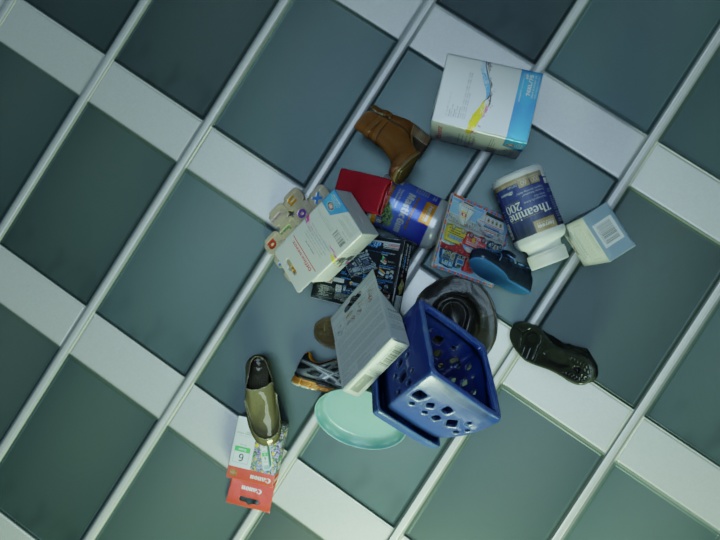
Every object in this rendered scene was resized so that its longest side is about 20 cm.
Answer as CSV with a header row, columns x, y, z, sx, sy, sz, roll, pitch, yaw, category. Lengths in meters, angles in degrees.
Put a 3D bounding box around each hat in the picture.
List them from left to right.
x,y,z,sx,sy,sz,roll,pitch,yaw,category
0.203,0.112,1.431,0.198,0.081,0.203,0,88,4,hat

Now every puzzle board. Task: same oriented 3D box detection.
x,y,z,sx,sy,sz,roll,pitch,yaw,category
0.234,-0.059,1.399,0.017,0.199,0.153,16,89,50,puzzle board

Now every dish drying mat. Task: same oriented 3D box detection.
x,y,z,sx,sy,sz,roll,pitch,yaw,category
0.000,-0.166,1.420,0.018,0.199,0.078,13,96,-32,dish drying mat

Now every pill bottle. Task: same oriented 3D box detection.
x,y,z,sx,sy,sz,roll,pitch,yaw,category
0.121,-0.114,1.432,0.198,0.112,0.113,25,90,7,pill bottle
0.358,-0.108,1.409,0.110,0.111,0.202,-21,86,4,pill bottle

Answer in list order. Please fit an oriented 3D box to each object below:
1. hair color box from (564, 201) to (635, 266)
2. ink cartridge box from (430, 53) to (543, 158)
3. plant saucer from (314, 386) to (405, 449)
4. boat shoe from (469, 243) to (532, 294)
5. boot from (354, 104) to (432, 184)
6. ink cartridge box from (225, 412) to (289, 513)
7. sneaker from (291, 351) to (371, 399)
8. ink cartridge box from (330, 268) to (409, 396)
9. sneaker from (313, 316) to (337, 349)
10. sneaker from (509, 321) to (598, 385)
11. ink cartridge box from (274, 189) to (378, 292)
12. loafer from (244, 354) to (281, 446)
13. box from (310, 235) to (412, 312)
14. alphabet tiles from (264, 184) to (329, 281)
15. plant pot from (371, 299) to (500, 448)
x,y,z,sx,sy,sz,roll,pitch,yaw,category
0.468,-0.068,1.352,0.060,0.200,0.100,-32,86,3,hair color box
0.255,-0.339,1.410,0.198,0.147,0.148,14,89,5,ink cartridge box
0.002,0.304,1.418,0.197,0.028,0.202,8,132,8,plant saucer
0.287,-0.011,1.397,0.083,0.199,0.069,2,71,40,boat shoe
0.053,-0.268,1.420,0.154,0.200,0.074,31,127,2,boot
-0.230,0.422,1.476,0.108,0.050,0.203,12,88,5,ink cartridge box
-0.047,0.231,1.456,0.197,0.078,0.078,13,78,3,sneaker
0.013,0.121,1.343,0.057,0.201,0.163,27,119,-25,ink cartridge box
0.002,0.129,1.466,0.198,0.112,0.072,-4,90,36,sneaker
0.408,0.175,1.420,0.198,0.114,0.077,28,96,34,sneaker
-0.073,-0.057,1.395,0.200,0.068,0.116,-42,70,26,ink cartridge box
-0.215,0.271,1.443,0.075,0.068,0.202,-13,66,-7,loafer
0.000,0.000,1.442,0.198,0.046,0.161,11,89,26,box
-0.116,-0.080,1.470,0.196,0.015,0.201,-44,70,15,alphabet tiles
0.131,0.214,1.314,0.199,0.201,0.179,36,120,-26,plant pot
